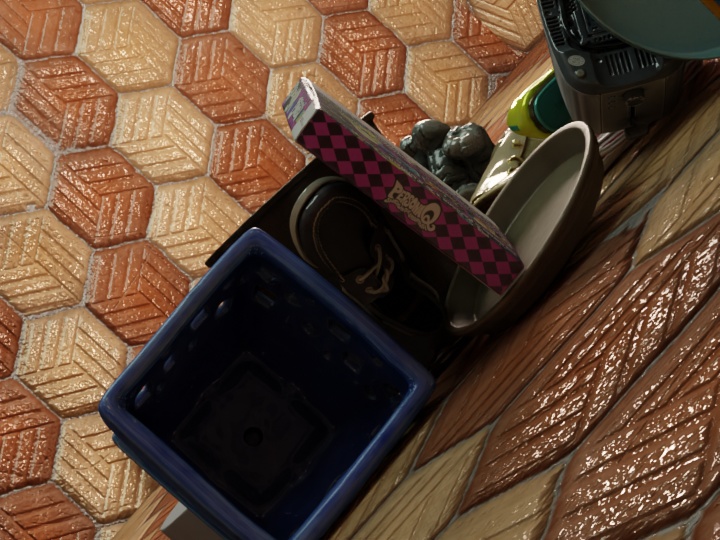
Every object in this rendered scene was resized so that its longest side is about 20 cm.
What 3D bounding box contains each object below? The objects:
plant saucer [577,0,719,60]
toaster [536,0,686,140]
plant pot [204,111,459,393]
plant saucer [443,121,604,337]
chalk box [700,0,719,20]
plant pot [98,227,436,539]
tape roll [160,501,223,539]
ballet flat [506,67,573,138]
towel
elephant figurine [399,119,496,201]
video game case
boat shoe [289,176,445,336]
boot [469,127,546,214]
[{"bbox_3d":[0.249,-0.251,1.387,0.200,0.200,0.027,-49,-7,-27],"label":"plant saucer"},{"bbox_3d":[0.209,-0.213,1.461,0.113,0.201,0.129,-15,-23,4],"label":"toaster"},{"bbox_3d":[0.000,0.000,1.514,0.200,0.198,0.200,-41,2,2],"label":"plant pot"},{"bbox_3d":[0.134,-0.029,1.374,0.200,0.029,0.200,-54,14,19],"label":"plant saucer"},{"bbox_3d":[0.306,-0.245,1.216,0.124,0.125,0.200,-45,3,28],"label":"chalk box"},{"bbox_3d":[-0.082,0.118,1.390,0.200,0.200,0.180,-49,-3,-19],"label":"plant pot"},{"bbox_3d":[-0.115,0.212,1.760,0.200,0.066,0.200,-48,2,3],"label":"tape roll"},{"bbox_3d":[0.208,-0.183,1.571,0.200,0.067,0.067,-38,9,-25],"label":"ballet flat"},{"bbox_3d":[0.252,-0.151,1.615,0.146,0.030,0.200,-46,3,6],"label":"towel"},{"bbox_3d":[0.083,-0.040,1.739,0.142,0.155,0.201,68,-150,-57],"label":"elephant figurine"},{"bbox_3d":[0.029,-0.070,1.347,0.036,0.200,0.181,-52,13,7],"label":"video game case"},{"bbox_3d":[0.012,-0.007,1.336,0.073,0.063,0.200,-51,-36,-7],"label":"boat shoe"},{"bbox_3d":[0.152,-0.082,1.569,0.156,0.073,0.200,-61,4,-32],"label":"boot"}]
